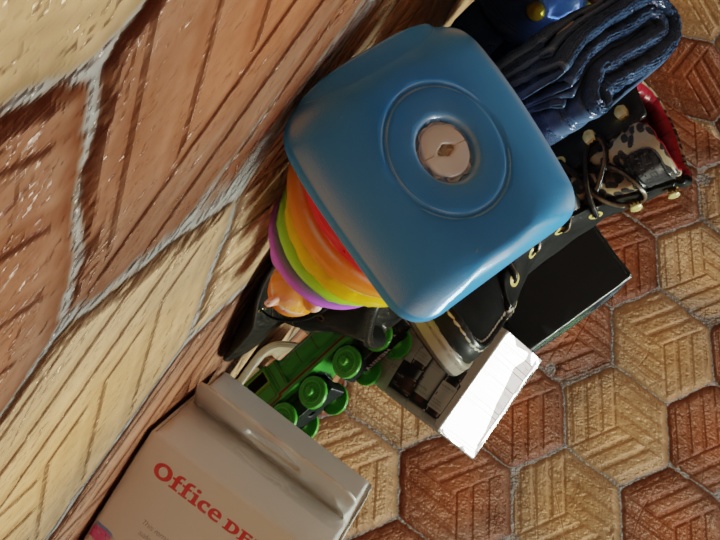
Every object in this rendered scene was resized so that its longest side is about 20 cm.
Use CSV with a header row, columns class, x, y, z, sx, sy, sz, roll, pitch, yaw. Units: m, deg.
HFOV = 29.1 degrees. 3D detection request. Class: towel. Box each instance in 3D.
class,x,y,z,sx,sy,sz,roll,pitch,yaw
towel,0.064,-0.077,0.709,0.199,0.049,0.111,-30,-174,47

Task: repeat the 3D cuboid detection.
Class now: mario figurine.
class,x,y,z,sx,sy,sz,roll,pitch,yaw
mario figurine,0.101,-0.141,0.736,0.124,0.106,0.200,-49,175,-33

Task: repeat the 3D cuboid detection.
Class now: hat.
class,x,y,z,sx,sy,sz,roll,pitch,yaw
hat,0.000,0.000,0.862,0.202,0.081,0.201,-55,177,-5

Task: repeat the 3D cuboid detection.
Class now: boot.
class,x,y,z,sx,sy,sz,roll,pitch,yaw
boot,0.099,-0.030,0.747,0.150,0.074,0.200,-31,-170,21

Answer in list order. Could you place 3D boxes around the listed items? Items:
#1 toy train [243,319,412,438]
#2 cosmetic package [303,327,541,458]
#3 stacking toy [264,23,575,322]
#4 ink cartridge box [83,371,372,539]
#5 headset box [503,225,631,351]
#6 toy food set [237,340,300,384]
class,x,y,z,sx,sy,sz,roll,pitch,yaw
toy train,-0.046,0.085,0.954,0.200,0.057,0.042,-42,150,14
cosmetic package,0.031,0.046,0.985,0.083,0.051,0.199,-53,-140,-5
stacking toy,-0.002,-0.020,0.663,0.116,0.110,0.200,-34,177,-29
ink cartridge box,-0.092,0.172,0.860,0.201,0.128,0.125,-55,176,18
headset box,0.109,-0.032,1.034,0.092,0.175,0.200,-35,171,3
toy food set,-0.091,0.141,1.095,0.201,0.060,0.144,-55,176,-2
